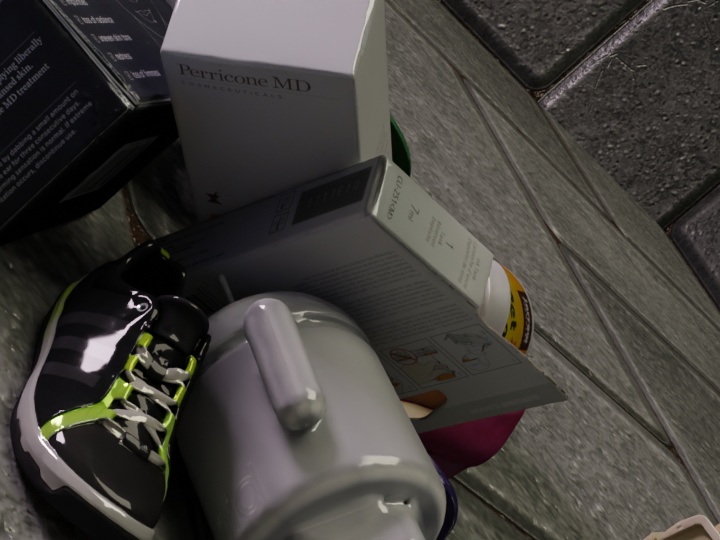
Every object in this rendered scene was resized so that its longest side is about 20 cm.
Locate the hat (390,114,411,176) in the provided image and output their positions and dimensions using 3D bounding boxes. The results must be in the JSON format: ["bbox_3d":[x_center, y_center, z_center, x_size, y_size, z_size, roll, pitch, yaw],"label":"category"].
[{"bbox_3d":[-0.069,-0.065,1.316,0.166,0.176,0.200,44,-23,-10],"label":"hat"}]

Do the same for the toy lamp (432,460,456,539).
[{"bbox_3d":[0.030,0.162,0.914,0.058,0.058,0.200,44,16,-18],"label":"toy lamp"}]

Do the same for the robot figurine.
[{"bbox_3d":[-0.030,0.090,0.827,0.170,0.112,0.201,88,-19,-46],"label":"robot figurine"}]

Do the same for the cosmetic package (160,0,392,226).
[{"bbox_3d":[-0.039,-0.074,0.885,0.200,0.101,0.072,84,17,-57],"label":"cosmetic package"}]

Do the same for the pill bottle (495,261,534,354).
[{"bbox_3d":[0.068,0.039,1.269,0.110,0.109,0.200,53,15,17],"label":"pill bottle"}]

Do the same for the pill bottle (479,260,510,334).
[{"bbox_3d":[0.000,0.000,1.078,0.199,0.112,0.112,20,28,-34],"label":"pill bottle"}]

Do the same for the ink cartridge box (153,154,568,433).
[{"bbox_3d":[-0.007,0.027,0.915,0.173,0.199,0.044,40,51,-32],"label":"ink cartridge box"}]

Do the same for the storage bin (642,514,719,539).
[{"bbox_3d":[0.334,0.304,1.422,0.199,0.094,0.200,55,15,20],"label":"storage bin"}]

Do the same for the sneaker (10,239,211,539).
[{"bbox_3d":[-0.110,0.044,0.767,0.072,0.083,0.200,40,16,-29],"label":"sneaker"}]

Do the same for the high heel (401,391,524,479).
[{"bbox_3d":[0.018,0.073,1.055,0.200,0.096,0.068,41,16,-31],"label":"high heel"}]

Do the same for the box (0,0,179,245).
[{"bbox_3d":[-0.194,-0.131,0.886,0.197,0.124,0.200,51,13,0],"label":"box"}]

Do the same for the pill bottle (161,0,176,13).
[{"bbox_3d":[-0.133,-0.225,1.044,0.200,0.116,0.116,39,8,28],"label":"pill bottle"}]
